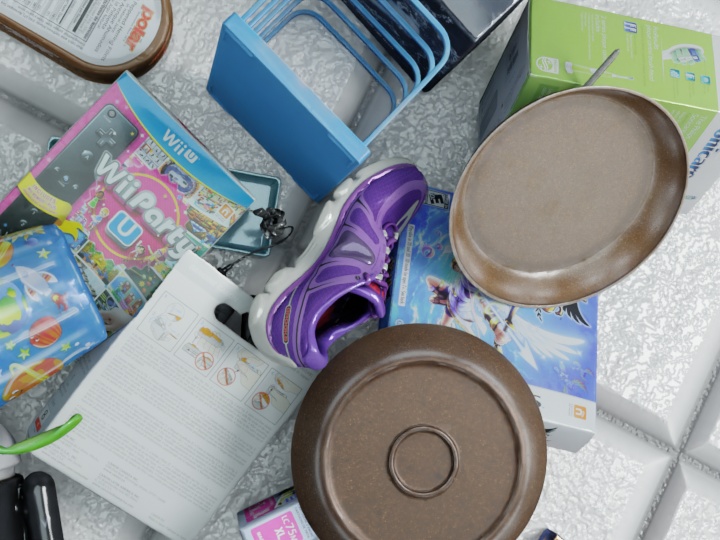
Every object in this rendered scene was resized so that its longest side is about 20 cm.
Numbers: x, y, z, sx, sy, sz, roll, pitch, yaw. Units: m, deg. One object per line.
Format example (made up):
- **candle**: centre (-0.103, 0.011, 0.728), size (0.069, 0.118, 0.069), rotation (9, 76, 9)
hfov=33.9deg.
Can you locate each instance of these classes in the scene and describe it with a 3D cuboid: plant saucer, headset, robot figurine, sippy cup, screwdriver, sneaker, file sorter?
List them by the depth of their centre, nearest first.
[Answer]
- **sippy cup**: centre (-0.264, 0.033, 0.872), size (0.129, 0.140, 0.179), rotation (-25, 119, -13)
- **plant saucer**: centre (0.046, 0.141, 0.891), size (0.198, 0.034, 0.203), rotation (0, 90, -4)
- **robot figurine**: centre (-0.319, 0.210, 0.921), size (0.149, 0.124, 0.202), rotation (-5, 88, -32)
- **sneaker**: centre (0.000, 0.000, 0.927), size (0.083, 0.081, 0.201), rotation (21, 65, 33)
- **plant saucer**: centre (0.160, -0.059, 0.928), size (0.198, 0.032, 0.202), rotation (-9, 126, -12)
- **screwdriver**: centre (0.141, -0.104, 0.935), size (0.029, 0.200, 0.028), rotation (-23, 70, -39)
- **file sorter**: centre (-0.027, -0.157, 0.943), size (0.139, 0.200, 0.123), rotation (46, 78, -4)
- **headset**: centre (-0.105, 0.043, 0.970), size (0.123, 0.094, 0.202), rotation (22, 97, -11)
- **plant saucer**: centre (-0.170, -0.061, 1.006), size (0.198, 0.019, 0.071), rotation (10, 86, -9)

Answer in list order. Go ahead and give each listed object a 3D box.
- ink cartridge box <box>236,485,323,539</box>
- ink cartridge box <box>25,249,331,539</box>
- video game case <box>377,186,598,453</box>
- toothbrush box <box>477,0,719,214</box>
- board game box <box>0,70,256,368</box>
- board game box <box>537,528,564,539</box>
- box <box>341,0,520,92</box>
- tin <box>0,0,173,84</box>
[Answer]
- **ink cartridge box**: centre (-0.005, 0.177, 0.969), size (0.198, 0.119, 0.042), rotation (-22, 88, -8)
- **ink cartridge box**: centre (-0.146, 0.101, 0.952), size (0.162, 0.050, 0.201), rotation (38, 88, -25)
- **video game case**: centre (0.108, 0.035, 0.986), size (0.180, 0.046, 0.202), rotation (14, 57, -9)
- **toothbrush box**: centre (0.212, -0.133, 0.994), size (0.198, 0.146, 0.087), rotation (11, 60, -7)
- **board game box**: centre (-0.205, -0.039, 0.959), size (0.148, 0.064, 0.200), rotation (44, 89, -10)
- **board game box**: centre (0.205, 0.342, 1.037), size (0.200, 0.035, 0.136), rotation (39, 83, -5)
- **box**: centre (0.044, -0.270, 0.956), size (0.117, 0.200, 0.197), rotation (-43, 93, -8)
- **tin**: centre (-0.252, -0.237, 0.992), size (0.199, 0.042, 0.113), rotation (29, 88, -6)
